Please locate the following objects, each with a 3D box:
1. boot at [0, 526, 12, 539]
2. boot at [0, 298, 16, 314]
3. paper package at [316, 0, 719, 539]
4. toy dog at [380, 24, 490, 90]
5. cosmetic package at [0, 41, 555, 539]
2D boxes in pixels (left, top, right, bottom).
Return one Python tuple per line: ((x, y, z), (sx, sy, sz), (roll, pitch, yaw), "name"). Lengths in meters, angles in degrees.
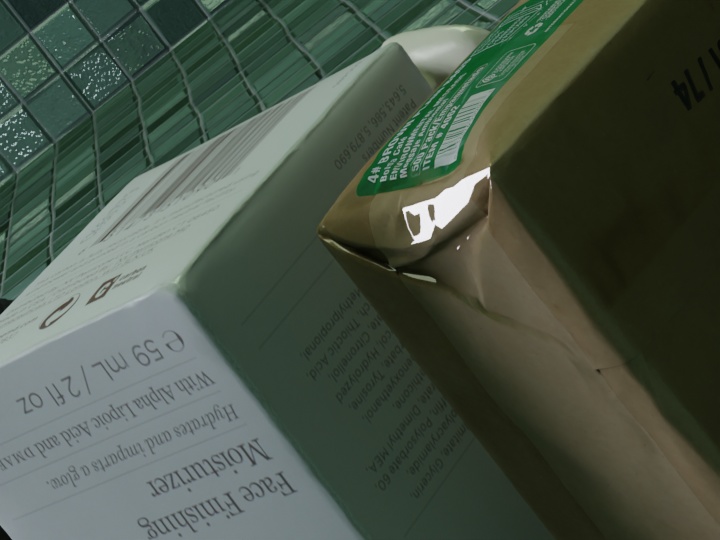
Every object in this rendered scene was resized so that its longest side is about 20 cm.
((-0.170, 0.131, 1.273), (0.199, 0.070, 0.174), (-31, 3, -17), "boot")
((-0.198, 0.079, 1.373), (0.164, 0.066, 0.200), (-12, -18, -29), "boot")
((0.118, -0.016, 0.848), (0.200, 0.191, 0.103), (-48, 16, -31), "paper package")
((0.000, 0.000, 1.202), (0.193, 0.140, 0.201), (6, 60, 30), "toy dog")
((-0.019, 0.059, 0.943), (0.164, 0.200, 0.165), (-25, 18, 43), "cosmetic package")
